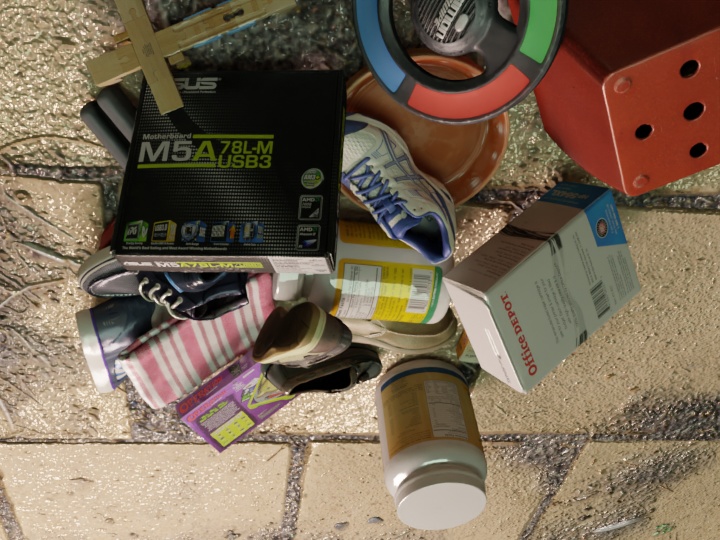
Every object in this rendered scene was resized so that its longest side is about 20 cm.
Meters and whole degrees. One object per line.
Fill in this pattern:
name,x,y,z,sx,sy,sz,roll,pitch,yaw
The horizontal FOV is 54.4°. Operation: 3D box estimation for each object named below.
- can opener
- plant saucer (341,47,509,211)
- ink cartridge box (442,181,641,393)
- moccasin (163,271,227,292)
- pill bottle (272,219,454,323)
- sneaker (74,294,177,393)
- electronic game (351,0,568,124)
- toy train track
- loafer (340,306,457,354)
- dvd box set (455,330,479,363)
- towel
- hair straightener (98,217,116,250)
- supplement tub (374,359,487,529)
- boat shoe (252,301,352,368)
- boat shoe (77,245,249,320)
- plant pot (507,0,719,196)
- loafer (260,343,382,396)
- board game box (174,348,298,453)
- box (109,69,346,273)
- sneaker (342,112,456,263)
can opener,-0.204,-0.091,0.709,0.052,0.067,0.201,-29,106,20
plant saucer,0.059,-0.143,0.750,0.198,0.033,0.202,-3,134,-3
ink cartridge box,0.208,0.016,0.797,0.199,0.084,0.147,-36,118,-16
moccasin,-0.110,-0.053,0.707,0.068,0.201,0.080,3,145,50
pill bottle,0.000,0.000,0.819,0.197,0.113,0.114,4,132,-11
sneaker,-0.272,0.086,0.890,0.145,0.081,0.200,-16,158,-19
electronic game,0.080,-0.227,0.606,0.198,0.042,0.202,14,119,26
toy train track,-0.154,-0.218,0.650,0.198,0.033,0.116,-21,97,3
loafer,0.034,0.058,0.902,0.197,0.077,0.068,3,139,-10
dvd box set,0.229,0.057,0.954,0.145,0.030,0.201,6,132,-12
towel,-0.186,0.087,0.853,0.199,0.030,0.147,-33,152,-18
hair straightener,-0.208,-0.074,0.783,0.077,0.041,0.200,32,117,-31
supplement tub,0.099,0.244,0.997,0.143,0.201,0.146,-3,134,-4
boat shoe,-0.071,0.082,0.799,0.064,0.074,0.200,27,165,-18
boat shoe,-0.216,0.015,0.775,0.198,0.094,0.075,-16,152,3
plant pot,0.266,-0.189,0.633,0.198,0.177,0.200,-21,132,12
loafer,-0.041,0.143,0.937,0.199,0.063,0.072,7,122,-43
board game box,-0.136,0.155,0.941,0.199,0.032,0.120,-35,146,-8
box,-0.115,-0.094,0.646,0.197,0.195,0.048,1,160,6
sneaker,0.033,-0.083,0.722,0.199,0.089,0.075,32,124,-29
